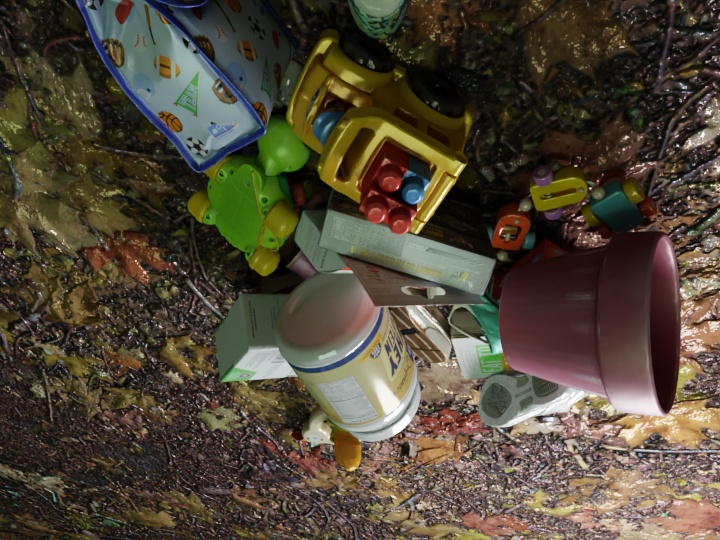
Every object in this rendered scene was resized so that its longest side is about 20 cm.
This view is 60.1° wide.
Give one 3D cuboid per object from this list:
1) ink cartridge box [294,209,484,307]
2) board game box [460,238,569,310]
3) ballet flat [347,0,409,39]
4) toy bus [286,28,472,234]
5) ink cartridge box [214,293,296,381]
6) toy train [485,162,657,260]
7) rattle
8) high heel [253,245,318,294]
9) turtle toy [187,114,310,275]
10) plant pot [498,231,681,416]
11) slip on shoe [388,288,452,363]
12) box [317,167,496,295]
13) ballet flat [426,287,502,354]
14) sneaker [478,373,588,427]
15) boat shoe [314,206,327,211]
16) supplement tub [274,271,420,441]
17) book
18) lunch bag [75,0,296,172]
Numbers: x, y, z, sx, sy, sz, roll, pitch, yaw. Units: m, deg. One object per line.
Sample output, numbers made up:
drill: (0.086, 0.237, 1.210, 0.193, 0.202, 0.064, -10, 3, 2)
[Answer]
ink cartridge box: (0.030, -0.003, 0.741, 0.157, 0.201, 0.048, 1, 124, -33)
board game box: (0.258, 0.059, 0.904, 0.151, 0.041, 0.200, 28, 134, -16)
ballet flat: (0.019, -0.299, 0.570, 0.072, 0.075, 0.203, 9, 137, 2)
toy bus: (0.013, -0.128, 0.647, 0.197, 0.194, 0.137, 26, 129, -12)
ink cartridge box: (-0.102, 0.101, 0.930, 0.196, 0.086, 0.146, 1, 153, -31)
toy train: (0.251, -0.072, 0.761, 0.194, 0.057, 0.152, 6, 141, 3)
rattle: (-0.067, 0.350, 1.213, 0.198, 0.146, 0.129, -30, 142, 29)
high heel: (-0.103, 0.039, 0.953, 0.095, 0.068, 0.200, 33, 124, -20)
turtle toy: (-0.124, -0.102, 0.778, 0.145, 0.101, 0.201, 40, 134, 6)
plant pot: (0.269, 0.059, 0.736, 0.176, 0.203, 0.201, -1, 138, 37)
slip on shoe: (0.068, 0.050, 0.856, 0.075, 0.062, 0.200, -10, 135, 44)
box: (0.055, -0.055, 0.743, 0.195, 0.159, 0.049, 16, 118, -5)
ballet flat: (0.131, 0.032, 0.827, 0.070, 0.067, 0.200, -43, 86, 1)
sneaker: (0.257, 0.188, 0.912, 0.097, 0.080, 0.199, 16, 150, -28)
boat shoe: (-0.003, 0.002, 0.871, 0.074, 0.087, 0.202, -23, 127, 32)
supplement tub: (-0.009, 0.113, 0.803, 0.141, 0.147, 0.202, -11, 132, 22)
book: (0.238, 0.109, 0.902, 0.195, 0.049, 0.135, -5, 140, 17)
lunch bag: (-0.164, -0.235, 0.601, 0.122, 0.173, 0.201, -22, 127, 28)
